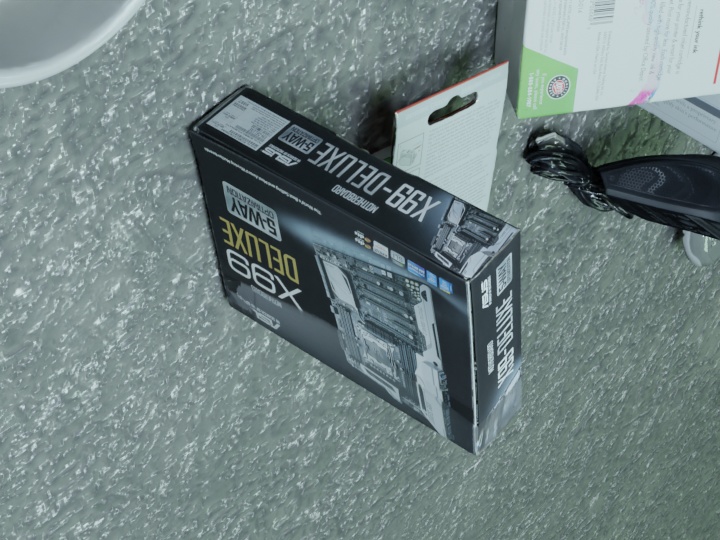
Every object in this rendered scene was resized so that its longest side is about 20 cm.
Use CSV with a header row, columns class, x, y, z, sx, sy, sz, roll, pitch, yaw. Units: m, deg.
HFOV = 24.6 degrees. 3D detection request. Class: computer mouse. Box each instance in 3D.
class,x,y,z,sx,sy,sz,roll,pitch,yaw
computer mouse,0.231,-0.064,1.217,0.138,0.200,0.053,27,83,-57

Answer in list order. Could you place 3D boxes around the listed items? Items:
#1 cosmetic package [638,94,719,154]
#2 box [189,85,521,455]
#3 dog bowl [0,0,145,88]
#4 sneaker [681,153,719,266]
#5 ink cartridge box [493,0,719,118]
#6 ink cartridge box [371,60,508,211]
class,x,y,z,sx,sy,sz,roll,pitch,yaw
cosmetic package,0.300,-0.225,1.214,0.199,0.123,0.200,-30,142,-35
box,0.000,0.000,0.953,0.050,0.200,0.158,-44,149,-28
dog bowl,-0.154,-0.169,0.719,0.200,0.059,0.200,-35,144,-29
sneaker,0.360,-0.084,1.469,0.200,0.082,0.075,-55,149,2
ink cartridge box,0.194,-0.174,1.083,0.200,0.067,0.117,-7,135,-8
ink cartridge box,0.034,-0.047,1.099,0.109,0.050,0.200,-28,139,-36
